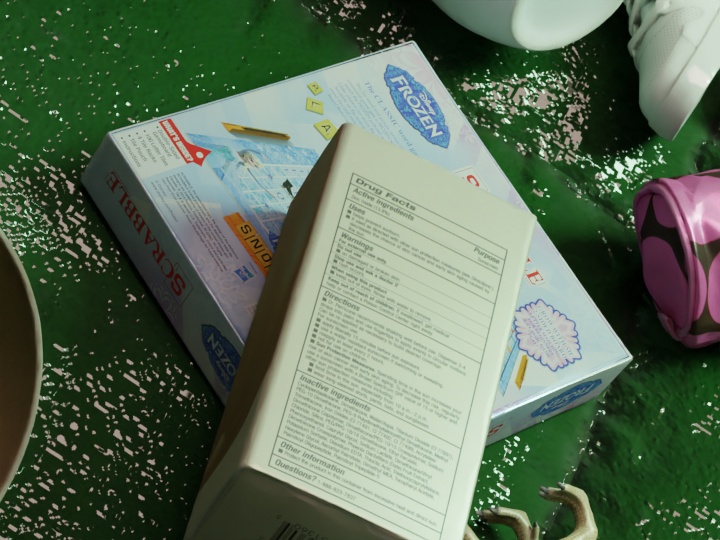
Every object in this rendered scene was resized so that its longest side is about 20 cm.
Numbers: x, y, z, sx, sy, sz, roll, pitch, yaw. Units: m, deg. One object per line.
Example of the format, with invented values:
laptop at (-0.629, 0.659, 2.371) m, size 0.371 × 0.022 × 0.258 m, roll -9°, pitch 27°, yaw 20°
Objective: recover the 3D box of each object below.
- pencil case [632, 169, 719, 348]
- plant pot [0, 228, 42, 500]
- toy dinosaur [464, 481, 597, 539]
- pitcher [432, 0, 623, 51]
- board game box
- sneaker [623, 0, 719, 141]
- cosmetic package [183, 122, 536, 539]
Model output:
pencil case at (0.237, -0.010, 1.405) m, size 0.199 × 0.094 × 0.091 m, roll -5°, pitch 20°, yaw -16°
plant pot at (-0.240, 0.027, 1.057) m, size 0.199 × 0.202 × 0.134 m, roll -3°, pitch 21°, yaw -33°
toy dinosaur at (0.077, 0.151, 1.238) m, size 0.199 × 0.058 × 0.102 m, roll 7°, pitch 67°, yaw -17°
pitcher at (0.040, -0.207, 1.443) m, size 0.171 × 0.122 × 0.200 m, roll -14°, pitch 55°, yaw -33°
board game box at (0.000, 0.000, 1.303) m, size 0.199 × 0.041 × 0.201 m, roll -19°, pitch 68°, yaw -39°
sneaker at (0.151, -0.154, 1.501) m, size 0.115 × 0.074 × 0.200 m, roll 31°, pitch 36°, yaw -5°
cosmetic package at (0.003, 0.045, 1.193) m, size 0.105 × 0.071 × 0.201 m, roll 27°, pitch 48°, yaw -10°
